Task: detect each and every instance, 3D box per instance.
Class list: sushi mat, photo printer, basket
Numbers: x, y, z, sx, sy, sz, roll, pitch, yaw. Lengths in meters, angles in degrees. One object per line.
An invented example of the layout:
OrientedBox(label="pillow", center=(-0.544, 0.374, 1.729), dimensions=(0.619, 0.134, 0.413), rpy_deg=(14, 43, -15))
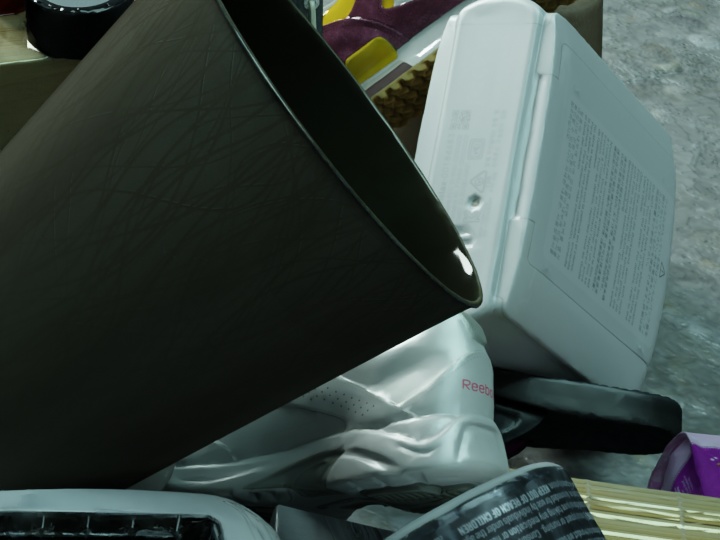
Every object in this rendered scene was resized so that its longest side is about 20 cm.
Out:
OrientedBox(label="sushi mat", center=(0.142, 0.126, 1.045), dimensions=(0.200, 0.012, 0.096), rpy_deg=(8, 36, -8))
OrientedBox(label="photo printer", center=(0.095, -0.021, 1.204), dimensions=(0.069, 0.166, 0.200), rpy_deg=(2, -17, 29))
OrientedBox(label="basket", center=(-0.083, 0.001, 0.934), dimensions=(0.180, 0.200, 0.136), rpy_deg=(55, 13, 16))

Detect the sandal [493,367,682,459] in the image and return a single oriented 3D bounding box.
OrientedBox(label="sandal", center=(0.054, 0.076, 1.166), dimensions=(0.200, 0.075, 0.048), rpy_deg=(6, 71, 0))

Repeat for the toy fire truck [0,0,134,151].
OrientedBox(label="toy fire truck", center=(-0.200, -0.102, 1.104), dimensions=(0.176, 0.129, 0.200), rpy_deg=(-10, 38, -17))

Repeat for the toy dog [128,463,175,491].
OrientedBox(label="toy dog", center=(-0.147, 0.040, 1.088), dimensions=(0.096, 0.132, 0.200), rpy_deg=(-11, 6, -12))

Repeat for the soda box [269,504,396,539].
OrientedBox(label="soda box", center=(0.051, 0.162, 1.031), dimensions=(0.200, 0.063, 0.068), rpy_deg=(13, 30, -4))

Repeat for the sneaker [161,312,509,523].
OrientedBox(label="sneaker", center=(-0.017, 0.060, 1.070), dimensions=(0.200, 0.099, 0.078), rpy_deg=(-9, -23, 35))

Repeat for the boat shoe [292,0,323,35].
OrientedBox(label="boat shoe", center=(-0.041, -0.063, 1.217), dimensions=(0.060, 0.200, 0.076), rpy_deg=(-12, 39, -13))

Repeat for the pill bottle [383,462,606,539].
OrientedBox(label="pill bottle", center=(0.078, 0.182, 0.925), dimensions=(0.106, 0.106, 0.200), rpy_deg=(-17, 72, -42))

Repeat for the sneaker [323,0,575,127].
OrientedBox(label="sneaker", center=(0.050, -0.156, 1.216), dimensions=(0.090, 0.200, 0.075), rpy_deg=(57, 11, 15))

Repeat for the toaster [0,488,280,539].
OrientedBox(label="toaster", center=(-0.106, 0.157, 0.904), dimensions=(0.200, 0.129, 0.114), rpy_deg=(4, 32, -19))

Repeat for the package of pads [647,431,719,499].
OrientedBox(label="package of pads", center=(0.238, 0.141, 1.143), dimensions=(0.200, 0.076, 0.121), rpy_deg=(8, 30, -13))

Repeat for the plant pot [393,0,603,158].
OrientedBox(label="plant pot", center=(0.053, -0.093, 1.341), dimensions=(0.200, 0.175, 0.200), rpy_deg=(11, 31, -7))
